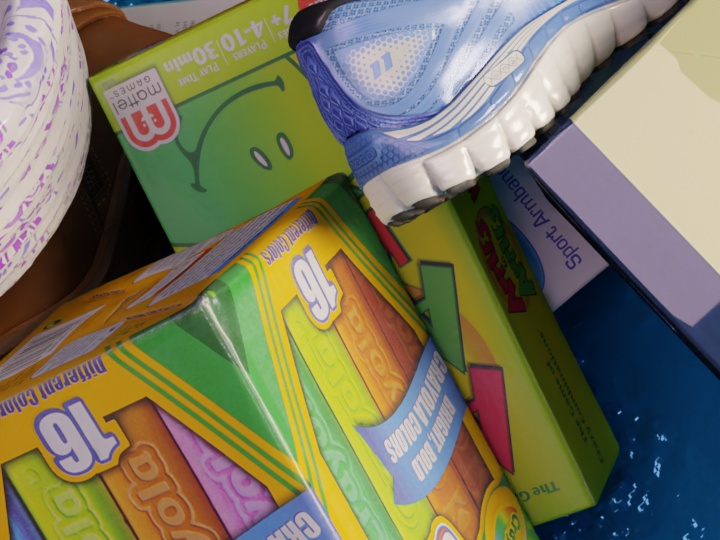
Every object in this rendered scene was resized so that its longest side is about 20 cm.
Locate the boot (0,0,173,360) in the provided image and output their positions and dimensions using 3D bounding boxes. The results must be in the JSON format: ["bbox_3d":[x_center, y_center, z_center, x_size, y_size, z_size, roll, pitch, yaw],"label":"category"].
[{"bbox_3d":[-0.140,-0.023,0.757,0.155,0.077,0.200,38,79,28],"label":"boot"}]

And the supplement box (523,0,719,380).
[{"bbox_3d":[0.191,-0.028,0.617,0.200,0.134,0.200,-44,84,5],"label":"supplement box"}]

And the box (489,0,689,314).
[{"bbox_3d":[0.076,-0.067,0.718,0.200,0.041,0.119,-40,89,-2],"label":"box"}]

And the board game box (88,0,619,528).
[{"bbox_3d":[0.000,0.000,0.683,0.101,0.048,0.201,-22,101,23],"label":"board game box"}]

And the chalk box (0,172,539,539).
[{"bbox_3d":[-0.026,0.095,0.631,0.124,0.125,0.201,-25,101,25],"label":"chalk box"}]

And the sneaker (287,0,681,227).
[{"bbox_3d":[0.052,-0.103,0.625,0.089,0.200,0.078,53,143,-9],"label":"sneaker"}]

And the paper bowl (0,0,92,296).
[{"bbox_3d":[-0.190,-0.047,0.672,0.199,0.105,0.202,-3,57,5],"label":"paper bowl"}]

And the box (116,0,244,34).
[{"bbox_3d":[-0.118,-0.065,0.843,0.199,0.049,0.083,-2,83,24],"label":"box"}]
